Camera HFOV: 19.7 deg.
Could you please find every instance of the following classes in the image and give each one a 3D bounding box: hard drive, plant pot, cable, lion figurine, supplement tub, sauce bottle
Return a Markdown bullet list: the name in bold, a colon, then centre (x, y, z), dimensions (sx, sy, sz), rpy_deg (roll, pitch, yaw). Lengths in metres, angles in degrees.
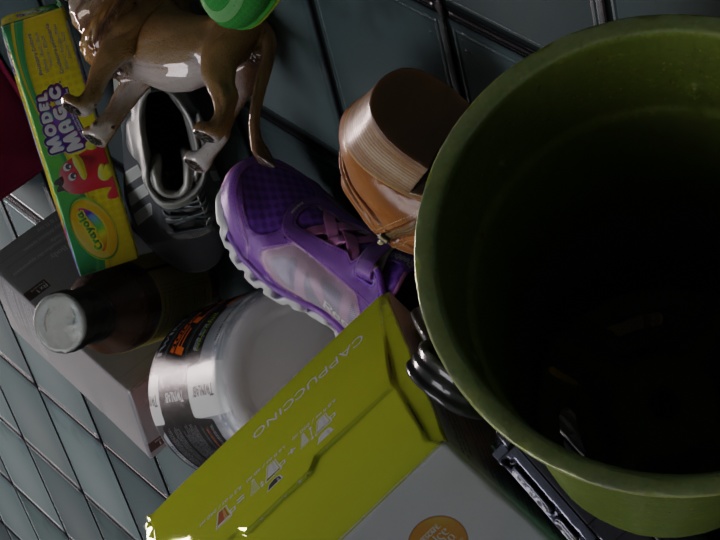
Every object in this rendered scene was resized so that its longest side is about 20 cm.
- **hard drive**: centre (0.137, 0.129, 1.049), dimensions (0.140, 0.038, 0.200), rpy_deg (48, -172, 15)
- **plant pot**: centre (0.128, 0.027, 0.875), dimensions (0.200, 0.200, 0.190), rpy_deg (45, 168, 21)
- **cable**: centre (0.057, 0.035, 1.041), dimensions (0.097, 0.050, 0.200), rpy_deg (41, -175, 16)
- **lion figurine**: centre (-0.104, -0.129, 1.226), dimensions (0.199, 0.123, 0.073), rpy_deg (19, 160, 30)
- **supplement tub**: centre (-0.070, 0.077, 1.394), dimensions (0.123, 0.122, 0.200), rpy_deg (57, 157, -7)
- **sauce bottle**: centre (-0.163, 0.023, 1.434), dimensions (0.065, 0.065, 0.200), rpy_deg (50, -161, 10)

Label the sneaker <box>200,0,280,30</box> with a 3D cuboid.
- **sneaker**: centre (-0.081, -0.196, 1.074), dimensions (0.074, 0.083, 0.201), rpy_deg (43, 156, 24)

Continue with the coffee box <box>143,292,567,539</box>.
- **coffee box**: centre (0.022, 0.172, 1.106), dimensions (0.198, 0.200, 0.200), rpy_deg (43, -170, -21)

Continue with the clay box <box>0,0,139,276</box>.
- **clay box**: centre (-0.202, -0.105, 1.407), dimensions (0.115, 0.047, 0.202), rpy_deg (-139, 31, -77)

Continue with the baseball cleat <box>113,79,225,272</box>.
- **baseball cleat**: centre (-0.124, -0.055, 1.353), dimensions (0.107, 0.069, 0.201), rpy_deg (-105, 1, -47)

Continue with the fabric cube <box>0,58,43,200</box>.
- **fabric cube**: centre (-0.396, -0.112, 1.677), dimensions (0.201, 0.199, 0.196), rpy_deg (58, 158, -10)

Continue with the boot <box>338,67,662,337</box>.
- **boot**: centre (0.067, -0.015, 1.075), dimensions (0.200, 0.074, 0.155), rpy_deg (49, 166, 4)

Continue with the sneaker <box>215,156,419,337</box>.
- **sneaker**: centre (0.000, 0.000, 1.215), dimensions (0.200, 0.080, 0.089), rpy_deg (45, 150, 9)

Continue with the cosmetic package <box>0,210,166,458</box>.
- **cosmetic package**: centre (-0.186, 0.040, 1.598), dimensions (0.199, 0.107, 0.091), rpy_deg (34, 151, 37)
